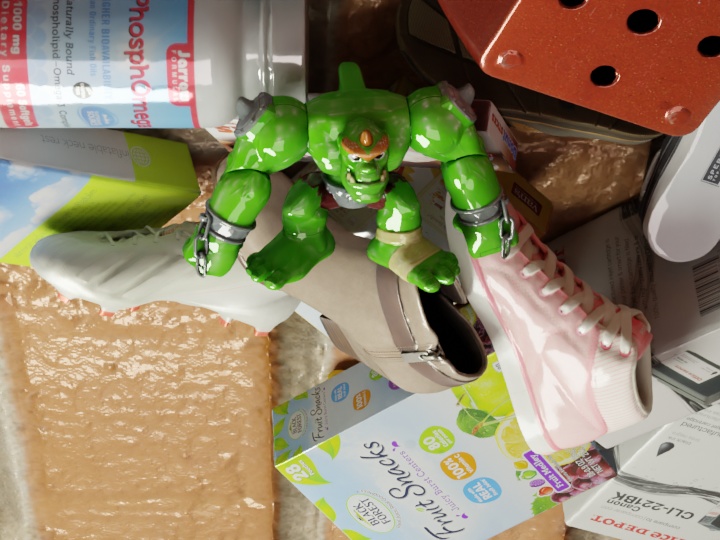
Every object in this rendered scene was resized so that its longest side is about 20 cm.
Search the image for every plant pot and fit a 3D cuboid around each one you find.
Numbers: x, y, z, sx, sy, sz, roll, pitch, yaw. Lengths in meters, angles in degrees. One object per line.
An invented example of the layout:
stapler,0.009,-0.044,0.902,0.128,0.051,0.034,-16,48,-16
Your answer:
plant pot,0.149,-0.193,0.962,0.199,0.177,0.200,16,137,-17

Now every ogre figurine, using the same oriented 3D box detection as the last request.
ogre figurine,-0.006,-0.054,1.050,0.199,0.098,0.120,6,122,10

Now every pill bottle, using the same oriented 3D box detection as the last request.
pill bottle,-0.132,-0.142,1.076,0.199,0.109,0.109,0,139,0

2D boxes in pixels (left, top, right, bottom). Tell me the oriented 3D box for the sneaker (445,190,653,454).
sneaker,0.133,0.020,1.144,0.104,0.075,0.201,-15,104,28

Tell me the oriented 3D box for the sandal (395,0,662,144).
sandal,0.108,-0.126,1.134,0.199,0.082,0.055,12,160,-23

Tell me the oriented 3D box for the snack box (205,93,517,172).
snack box,-0.003,-0.091,1.128,0.199,0.024,0.072,4,163,20

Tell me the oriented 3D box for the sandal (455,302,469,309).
sandal,0.099,0.047,1.329,0.079,0.059,0.207,4,129,24

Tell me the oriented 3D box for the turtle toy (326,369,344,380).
turtle toy,0.041,0.163,1.432,0.145,0.101,0.200,1,139,0

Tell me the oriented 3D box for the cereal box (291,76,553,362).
cereal box,0.017,-0.028,1.234,0.144,0.040,0.200,39,129,-15

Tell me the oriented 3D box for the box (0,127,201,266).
box,-0.222,-0.051,1.176,0.200,0.048,0.122,8,145,-45

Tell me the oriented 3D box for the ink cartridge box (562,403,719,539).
ink cartridge box,0.271,0.142,1.418,0.144,0.084,0.200,17,137,-19

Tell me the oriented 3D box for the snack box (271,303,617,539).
snack box,0.062,0.128,1.291,0.200,0.068,0.169,-29,126,20

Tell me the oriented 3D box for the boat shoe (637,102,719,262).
boat shoe,0.244,-0.102,1.151,0.072,0.068,0.200,18,114,-16

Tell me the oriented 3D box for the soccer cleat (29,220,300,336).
soccer cleat,-0.128,-0.008,1.200,0.199,0.069,0.078,10,121,-29

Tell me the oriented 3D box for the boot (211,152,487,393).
boot,0.000,0.000,1.151,0.146,0.070,0.200,3,138,55

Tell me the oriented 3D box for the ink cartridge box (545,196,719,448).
ink cartridge box,0.228,0.017,1.228,0.200,0.145,0.084,-27,133,29
